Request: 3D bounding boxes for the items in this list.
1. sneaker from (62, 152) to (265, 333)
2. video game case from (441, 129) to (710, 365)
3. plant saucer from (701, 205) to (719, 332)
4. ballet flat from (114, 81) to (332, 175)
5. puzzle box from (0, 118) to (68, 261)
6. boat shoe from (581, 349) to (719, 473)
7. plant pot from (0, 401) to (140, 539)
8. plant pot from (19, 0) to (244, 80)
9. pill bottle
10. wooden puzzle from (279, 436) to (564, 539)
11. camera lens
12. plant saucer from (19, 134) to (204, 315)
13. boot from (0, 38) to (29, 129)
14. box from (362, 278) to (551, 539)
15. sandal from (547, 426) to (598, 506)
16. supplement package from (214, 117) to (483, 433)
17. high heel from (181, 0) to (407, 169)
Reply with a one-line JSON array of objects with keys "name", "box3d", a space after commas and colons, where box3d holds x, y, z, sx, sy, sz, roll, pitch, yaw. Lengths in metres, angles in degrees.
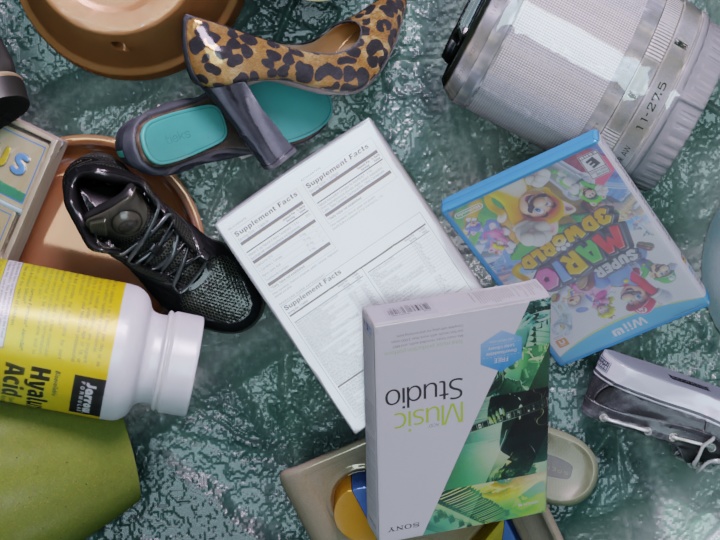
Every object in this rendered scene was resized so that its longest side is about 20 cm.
[{"name": "sneaker", "box3d": [-0.163, -0.016, 1.577, 0.199, 0.114, 0.076, 44, 94, -5]}, {"name": "video game case", "box3d": [0.176, -0.014, 1.589, 0.143, 0.018, 0.200, -24, 126, 22]}, {"name": "plant saucer", "box3d": [0.390, -0.001, 1.652, 0.200, 0.039, 0.202, 0, 93, 0]}, {"name": "ballet flat", "box3d": [-0.118, -0.120, 1.617, 0.199, 0.073, 0.073, -18, 95, -36]}, {"name": "puzzle box", "box3d": [-0.354, -0.087, 1.626, 0.199, 0.025, 0.134, 24, 93, 13]}, {"name": "boat shoe", "box3d": [0.283, 0.133, 1.644, 0.198, 0.074, 0.068, 20, 102, -8]}, {"name": "plant pot", "box3d": [-0.288, 0.172, 1.607, 0.199, 0.187, 0.188, -14, 94, -15]}, {"name": "plant pot", "box3d": [-0.192, -0.255, 1.582, 0.199, 0.140, 0.201, 0, 94, 1]}, {"name": "pill bottle", "box3d": [-0.229, 0.058, 1.559, 0.199, 0.111, 0.112, 10, 94, -6]}, {"name": "wooden puzzle", "box3d": [0.055, 0.214, 1.623, 0.199, 0.046, 0.186, -22, 111, 13]}, {"name": "camera lens", "box3d": [0.176, -0.173, 1.578, 0.199, 0.160, 0.161, 27, 93, -2]}, {"name": "plant saucer", "box3d": [-0.228, -0.014, 1.650, 0.199, 0.037, 0.201, 0, 93, -1]}, {"name": "boot", "box3d": [-0.376, -0.157, 1.593, 0.199, 0.077, 0.139, -22, 74, 5]}, {"name": "box", "box3d": [0.075, 0.111, 1.524, 0.143, 0.036, 0.201, -9, 120, -13]}, {"name": "sandal", "box3d": [0.105, 0.150, 1.651, 0.200, 0.057, 0.080, 11, 94, -1]}, {"name": "supplement package", "box3d": [0.000, 0.000, 1.593, 0.150, 0.152, 0.200, -34, 94, 1]}, {"name": "high heel", "box3d": [-0.051, -0.198, 1.585, 0.200, 0.071, 0.143, -48, 119, -22]}]
